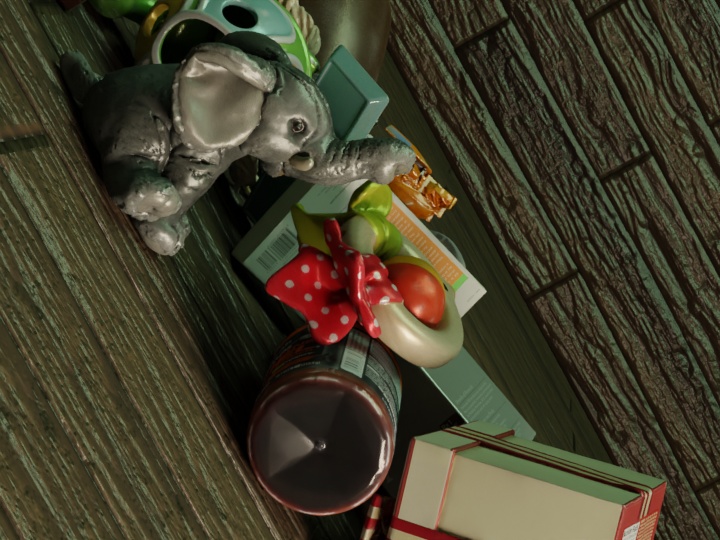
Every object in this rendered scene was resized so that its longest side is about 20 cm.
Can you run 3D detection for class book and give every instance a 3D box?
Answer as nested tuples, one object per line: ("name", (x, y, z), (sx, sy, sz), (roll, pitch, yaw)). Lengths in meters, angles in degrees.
("book", (0.000, 0.000, 1.501), (0.200, 0.134, 0.048), (45, -3, -34))

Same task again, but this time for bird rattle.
("bird rattle", (0.020, 0.004, 1.284), (0.163, 0.113, 0.200), (41, 15, -19))

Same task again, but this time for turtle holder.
("turtle holder", (-0.127, -0.189, 1.436), (0.187, 0.140, 0.132), (63, 11, 2))

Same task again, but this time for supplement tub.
("supplement tub", (-0.023, 0.099, 1.283), (0.108, 0.106, 0.200), (59, 10, -10))

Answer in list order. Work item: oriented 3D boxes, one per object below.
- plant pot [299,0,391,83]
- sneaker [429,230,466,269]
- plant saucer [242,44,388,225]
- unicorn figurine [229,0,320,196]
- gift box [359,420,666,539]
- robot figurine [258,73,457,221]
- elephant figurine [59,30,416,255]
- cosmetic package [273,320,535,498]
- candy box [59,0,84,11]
("plant pot", (-0.060, -0.198, 1.771), (0.187, 0.186, 0.201), (53, 26, -39))
("sneaker", (0.051, 0.021, 1.754), (0.199, 0.077, 0.113), (19, -42, 54))
("plant saucer", (-0.045, -0.100, 1.512), (0.019, 0.201, 0.070), (-18, 60, -46))
("unicorn figurine", (-0.109, -0.163, 1.539), (0.138, 0.200, 0.074), (48, 36, 4))
("gift box", (0.100, 0.224, 1.266), (0.184, 0.185, 0.202), (15, 91, -69))
("robot figurine", (-0.007, -0.097, 1.647), (0.200, 0.146, 0.058), (41, -29, -19))
("elephant figurine", (-0.088, -0.112, 1.247), (0.155, 0.199, 0.142), (51, 15, -44))
("cosmetic package", (0.036, 0.101, 1.424), (0.200, 0.107, 0.090), (47, 29, 1))
("candy box", (-0.208, -0.304, 1.408), (0.057, 0.116, 0.201), (53, 14, -37))
